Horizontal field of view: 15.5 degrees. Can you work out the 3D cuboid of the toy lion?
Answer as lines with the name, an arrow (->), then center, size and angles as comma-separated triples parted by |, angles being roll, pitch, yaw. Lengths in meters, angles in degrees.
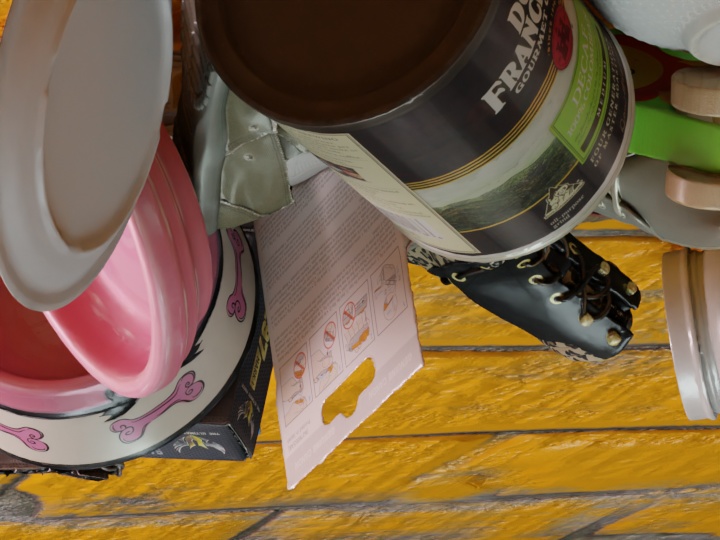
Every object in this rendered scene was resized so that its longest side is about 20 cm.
toy lion -> 0.147, -0.098, 1.401 | 0.191, 0.069, 0.200 | 17, -154, 33

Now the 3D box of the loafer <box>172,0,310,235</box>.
loafer -> -0.054, -0.096, 1.333 | 0.069, 0.076, 0.201 | -5, 146, -14

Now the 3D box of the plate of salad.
plate of salad -> -0.134, -0.082, 1.205 | 0.048, 0.202, 0.200 | 12, 170, 17

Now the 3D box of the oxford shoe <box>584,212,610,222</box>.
oxford shoe -> 0.098, -0.054, 1.624 | 0.199, 0.071, 0.075 | 6, 167, -33

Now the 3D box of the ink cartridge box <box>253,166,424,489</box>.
ink cartridge box -> 0.000, 0.000, 1.469 | 0.050, 0.201, 0.161 | 6, 148, -29

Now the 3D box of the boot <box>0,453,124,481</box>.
boot -> -0.166, 0.047, 1.676 | 0.198, 0.176, 0.069 | -10, 165, 13

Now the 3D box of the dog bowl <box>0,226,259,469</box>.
dog bowl -> -0.162, 0.008, 1.517 | 0.198, 0.202, 0.074 | -8, 153, 7

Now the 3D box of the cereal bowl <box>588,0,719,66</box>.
cereal bowl -> 0.198, -0.152, 1.275 | 0.198, 0.084, 0.200 | -5, 164, -1

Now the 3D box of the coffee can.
coffee can -> 0.030, -0.103, 1.229 | 0.145, 0.147, 0.200 | -12, 159, 20

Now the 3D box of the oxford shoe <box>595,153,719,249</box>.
oxford shoe -> 0.142, -0.057, 1.475 | 0.057, 0.076, 0.200 | -15, -152, -33

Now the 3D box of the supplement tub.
supplement tub -> 0.322, 0.031, 1.879 | 0.198, 0.146, 0.145 | -10, 165, 11

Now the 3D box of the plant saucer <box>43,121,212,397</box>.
plant saucer -> -0.137, -0.034, 1.389 | 0.051, 0.202, 0.200 | -25, 174, -25

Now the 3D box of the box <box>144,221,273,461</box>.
box -> -0.148, 0.031, 1.586 | 0.198, 0.159, 0.051 | 0, 149, 18

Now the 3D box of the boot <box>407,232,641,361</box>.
boot -> 0.104, -0.011, 1.482 | 0.153, 0.074, 0.203 | 30, 165, -19

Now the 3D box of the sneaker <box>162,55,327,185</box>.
sneaker -> -0.052, -0.091, 1.415 | 0.115, 0.074, 0.200 | 2, 161, -30
